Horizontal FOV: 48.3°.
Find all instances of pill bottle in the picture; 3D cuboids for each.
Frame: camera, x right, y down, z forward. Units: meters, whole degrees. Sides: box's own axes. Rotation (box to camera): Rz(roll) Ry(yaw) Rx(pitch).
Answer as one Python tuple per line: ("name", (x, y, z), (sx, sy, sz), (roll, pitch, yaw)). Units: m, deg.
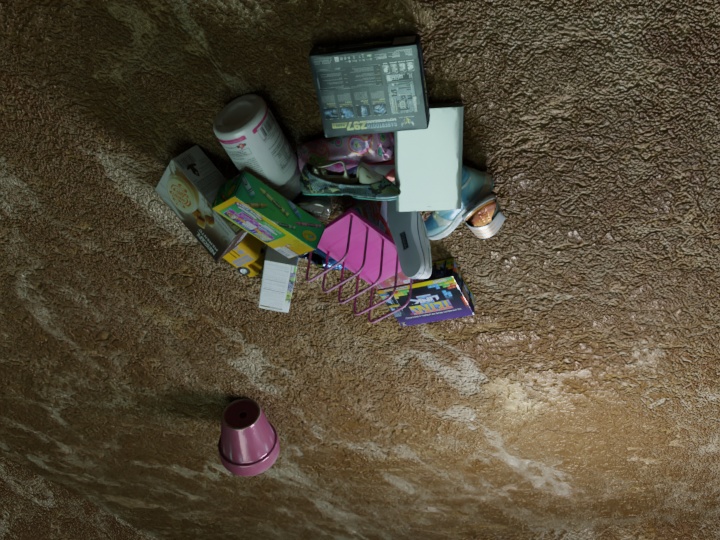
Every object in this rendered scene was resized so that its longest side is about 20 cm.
("pill bottle", (-0.191, -0.227, 1.553), (0.111, 0.115, 0.202), (-10, 136, 22))

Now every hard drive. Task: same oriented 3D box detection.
("hard drive", (0.129, -0.212, 1.522), (0.128, 0.026, 0.205), (-2, 118, 1))

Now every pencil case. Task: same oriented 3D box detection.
("pencil case", (-0.030, -0.229, 1.556), (0.196, 0.089, 0.088), (-14, 139, 24))

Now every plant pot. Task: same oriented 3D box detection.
("plant pot", (-0.363, 0.514, 2.544), (0.194, 0.202, 0.182), (1, 128, 8))

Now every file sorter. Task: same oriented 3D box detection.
("file sorter", (0.000, 0.000, 1.654), (0.198, 0.128, 0.138), (34, 136, -31))

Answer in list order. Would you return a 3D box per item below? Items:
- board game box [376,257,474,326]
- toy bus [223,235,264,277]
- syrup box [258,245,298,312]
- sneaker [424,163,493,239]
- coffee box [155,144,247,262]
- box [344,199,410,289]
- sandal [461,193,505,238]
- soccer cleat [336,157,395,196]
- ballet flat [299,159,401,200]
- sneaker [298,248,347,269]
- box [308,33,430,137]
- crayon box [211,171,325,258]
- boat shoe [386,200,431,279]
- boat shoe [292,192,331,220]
("board game box", (0.158, 0.057, 1.934), (0.195, 0.058, 0.166), (-12, 139, 24))
("toy bus", (-0.293, -0.068, 1.837), (0.077, 0.066, 0.199), (-23, 134, 33))
("syrup box", (-0.194, 0.010, 1.911), (0.079, 0.080, 0.202), (10, 144, -4))
("sneaker", (0.162, -0.152, 1.635), (0.129, 0.081, 0.200), (25, 131, -26))
("coffee box", (-0.318, -0.137, 1.657), (0.201, 0.080, 0.114), (49, 138, 0))
("box", (0.041, -0.060, 1.757), (0.093, 0.102, 0.201), (-11, 140, 24))
("sandal", (0.261, -0.099, 1.632), (0.078, 0.060, 0.206), (-36, 165, 10))
("soccer cleat", (0.003, -0.197, 1.625), (0.196, 0.068, 0.075), (-3, 112, 30))
("ballet flat", (-0.019, -0.172, 1.511), (0.194, 0.076, 0.075), (2, 144, 0))
("sneaker", (-0.058, -0.024, 1.846), (0.196, 0.080, 0.066), (21, 140, -20))
("box", (0.018, -0.323, 1.420), (0.194, 0.052, 0.161), (-3, 126, 14))
("crayon box", (-0.181, -0.105, 1.574), (0.198, 0.059, 0.118), (34, 156, -24))
("boat shoe", (0.104, -0.078, 1.661), (0.072, 0.206, 0.065), (-17, 163, 37))
("boat shoe", (-0.105, -0.144, 1.624), (0.073, 0.075, 0.199), (17, 173, -21))
